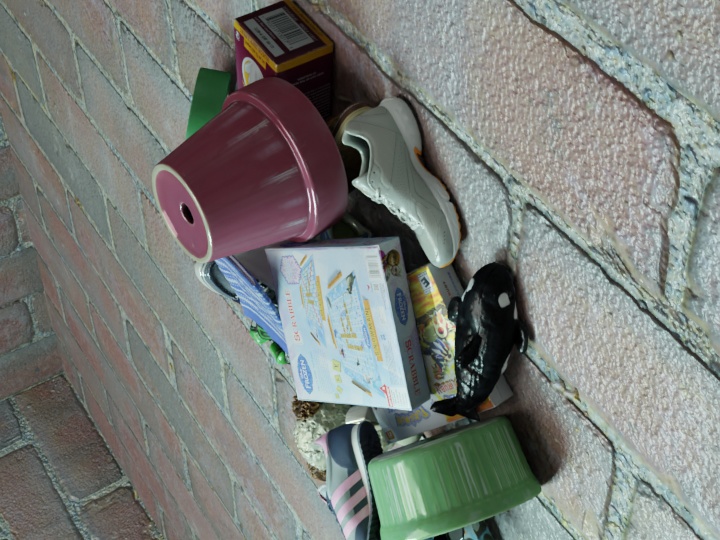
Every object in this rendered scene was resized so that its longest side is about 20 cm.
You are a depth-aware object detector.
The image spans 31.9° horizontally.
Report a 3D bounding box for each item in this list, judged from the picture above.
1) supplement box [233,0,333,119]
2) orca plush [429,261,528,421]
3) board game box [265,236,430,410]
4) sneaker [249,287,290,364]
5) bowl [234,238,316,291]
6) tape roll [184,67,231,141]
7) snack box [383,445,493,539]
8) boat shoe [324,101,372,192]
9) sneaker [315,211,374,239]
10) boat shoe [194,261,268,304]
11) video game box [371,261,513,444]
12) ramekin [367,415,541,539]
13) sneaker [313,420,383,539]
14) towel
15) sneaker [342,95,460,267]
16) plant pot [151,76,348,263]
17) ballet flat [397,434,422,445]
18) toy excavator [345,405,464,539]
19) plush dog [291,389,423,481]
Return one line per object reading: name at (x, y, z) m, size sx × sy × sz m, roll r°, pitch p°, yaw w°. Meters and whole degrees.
supplement box at (-0.098, -0.225, 1.612) m, size 0.111 × 0.085 × 0.202 m, roll 49°, pitch 152°, yaw 34°
orca plush at (0.115, 0.089, 1.393) m, size 0.105 × 0.071 × 0.201 m, roll 41°, pitch 129°, yaw 20°
board game box at (-0.017, 0.062, 1.527) m, size 0.198 × 0.041 × 0.203 m, roll 1°, pitch 106°, yaw 44°
sneaker at (-0.086, 0.103, 1.825) m, size 0.199 × 0.086 × 0.078 m, roll 36°, pitch 178°, yaw -37°
bowl at (-0.089, -0.008, 1.745) m, size 0.200 × 0.091 × 0.201 m, roll 31°, pitch 179°, yaw 1°
tape roll at (-0.227, -0.192, 1.841) m, size 0.200 × 0.047 × 0.204 m, roll -170°, pitch 90°, yaw -85°
snack box at (0.100, 0.326, 1.672) m, size 0.115 × 0.037 × 0.202 m, roll -23°, pitch 97°, yaw 34°
boat shoe at (-0.027, -0.157, 1.547) m, size 0.073 × 0.071 × 0.200 m, roll 58°, pitch 162°, yaw 15°
sneaker at (0.000, 0.000, 1.622) m, size 0.201 × 0.075 × 0.077 m, roll 52°, pitch 158°, yaw 27°
boat shoe at (-0.151, 0.027, 1.890) m, size 0.092 × 0.199 × 0.075 m, roll 30°, pitch 96°, yaw 46°
video game box at (0.068, 0.100, 1.522) m, size 0.199 × 0.047 × 0.184 m, roll -28°, pitch 90°, yaw 46°
ramekin at (0.104, 0.242, 1.478) m, size 0.200 × 0.198 × 0.099 m, roll -33°, pitch 75°, yaw 67°
sneaker at (-0.009, 0.289, 1.536) m, size 0.081 × 0.070 × 0.203 m, roll -12°, pitch 76°, yaw 27°
towel at (-0.141, 0.037, 1.645) m, size 0.145 × 0.024 × 0.201 m, roll 42°, pitch 168°, yaw 37°
sneaker at (0.040, -0.090, 1.428) m, size 0.202 × 0.091 × 0.076 m, roll 65°, pitch 158°, yaw 2°
plant pot at (-0.142, -0.106, 1.503) m, size 0.200 × 0.178 × 0.202 m, roll 41°, pitch 148°, yaw 34°
ballet flat at (0.036, 0.130, 1.647) m, size 0.203 × 0.069 × 0.069 m, roll 70°, pitch 158°, yaw 9°
toy excavator at (0.040, 0.293, 1.595) m, size 0.099 × 0.196 × 0.200 m, roll -16°, pitch 132°, yaw 34°
plush dog at (-0.012, 0.207, 1.721) m, size 0.160 × 0.170 × 0.203 m, roll 28°, pitch 135°, yaw 55°
